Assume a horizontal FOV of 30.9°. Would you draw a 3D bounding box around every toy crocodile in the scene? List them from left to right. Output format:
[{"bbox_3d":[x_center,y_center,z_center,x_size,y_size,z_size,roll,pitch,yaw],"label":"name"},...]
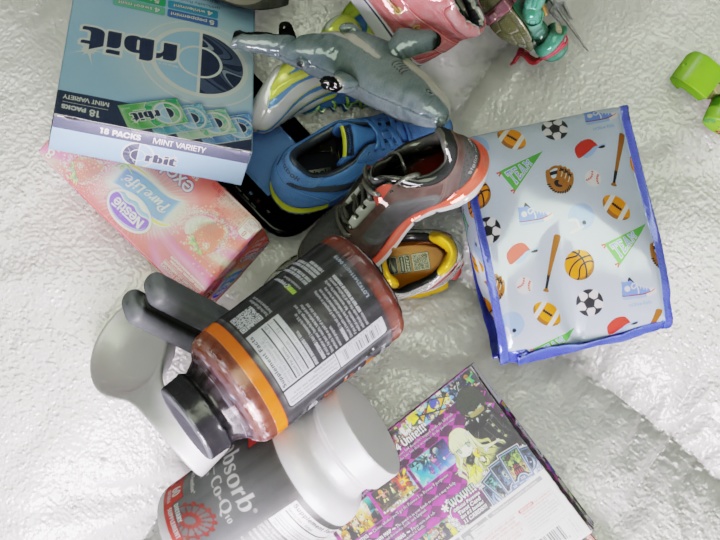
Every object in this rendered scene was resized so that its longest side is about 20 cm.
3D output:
[{"bbox_3d":[0.387,-0.145,1.239,0.198,0.062,0.068,26,83,-2],"label":"toy crocodile"}]

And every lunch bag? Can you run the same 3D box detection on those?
[{"bbox_3d":[0.182,-0.025,1.187,0.167,0.124,0.203,-13,74,0],"label":"lunch bag"}]

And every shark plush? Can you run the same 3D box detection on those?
[{"bbox_3d":[-0.012,-0.181,1.127,0.198,0.084,0.091,27,126,-6],"label":"shark plush"}]

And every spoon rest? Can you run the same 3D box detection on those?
[{"bbox_3d":[-0.185,0.096,1.158,0.099,0.061,0.200,-47,48,3],"label":"spoon rest"}]

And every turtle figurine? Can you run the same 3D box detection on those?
[{"bbox_3d":[0.149,-0.262,1.191,0.200,0.150,0.101,46,80,-13],"label":"turtle figurine"}]

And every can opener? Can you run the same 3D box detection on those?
[{"bbox_3d":[-0.125,0.069,1.145,0.053,0.199,0.068,-34,53,18],"label":"can opener"}]

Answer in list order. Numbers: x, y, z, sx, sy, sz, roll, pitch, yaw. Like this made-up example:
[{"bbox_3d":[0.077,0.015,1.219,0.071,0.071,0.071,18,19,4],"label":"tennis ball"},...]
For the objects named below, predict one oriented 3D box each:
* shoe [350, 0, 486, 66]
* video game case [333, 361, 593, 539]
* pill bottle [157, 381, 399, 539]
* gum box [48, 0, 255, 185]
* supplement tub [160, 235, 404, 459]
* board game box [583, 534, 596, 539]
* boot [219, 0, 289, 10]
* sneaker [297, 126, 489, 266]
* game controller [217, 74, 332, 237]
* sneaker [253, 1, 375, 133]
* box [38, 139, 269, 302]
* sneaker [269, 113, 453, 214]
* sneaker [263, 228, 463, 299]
[{"bbox_3d":[0.028,-0.269,1.138,0.090,0.200,0.072,-19,38,31],"label":"shoe"},{"bbox_3d":[0.079,0.216,1.175,0.199,0.036,0.182,-39,85,12],"label":"video game case"},{"bbox_3d":[-0.070,0.190,1.136,0.199,0.116,0.117,-36,84,14],"label":"pill bottle"},{"bbox_3d":[-0.179,-0.175,1.153,0.167,0.045,0.202,10,46,-15],"label":"gum box"},{"bbox_3d":[-0.067,0.067,1.079,0.199,0.107,0.107,-37,85,-16],"label":"supplement tub"},{"bbox_3d":[0.143,0.243,1.206,0.103,0.019,0.200,-43,85,-4],"label":"board game box"},{"bbox_3d":[-0.142,-0.338,1.192,0.202,0.073,0.156,25,121,26],"label":"boot"},{"bbox_3d":[0.014,-0.066,1.135,0.199,0.082,0.078,-35,55,17],"label":"sneaker"},{"bbox_3d":[-0.105,-0.122,1.223,0.200,0.042,0.104,46,50,5],"label":"game controller"},{"bbox_3d":[-0.013,-0.178,1.215,0.105,0.076,0.200,44,72,-2],"label":"sneaker"},{"bbox_3d":[-0.186,-0.066,1.197,0.200,0.103,0.095,43,84,3],"label":"box"},{"bbox_3d":[0.010,-0.111,1.196,0.198,0.079,0.067,-22,75,-24],"label":"sneaker"},{"bbox_3d":[0.000,0.000,1.201,0.197,0.082,0.079,-18,84,-2],"label":"sneaker"}]
